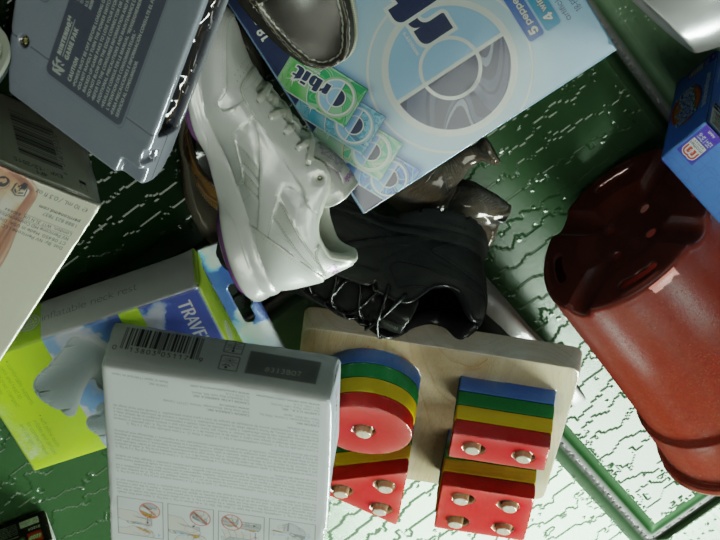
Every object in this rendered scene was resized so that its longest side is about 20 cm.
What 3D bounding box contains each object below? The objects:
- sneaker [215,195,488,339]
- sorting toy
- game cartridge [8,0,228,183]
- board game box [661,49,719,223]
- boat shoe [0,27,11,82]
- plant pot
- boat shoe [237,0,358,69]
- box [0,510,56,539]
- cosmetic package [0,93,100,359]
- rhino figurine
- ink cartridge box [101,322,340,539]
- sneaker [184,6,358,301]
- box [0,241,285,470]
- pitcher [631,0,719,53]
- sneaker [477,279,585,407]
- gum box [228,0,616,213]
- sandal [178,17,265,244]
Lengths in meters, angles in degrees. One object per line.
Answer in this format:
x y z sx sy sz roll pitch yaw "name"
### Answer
0.000 0.000 1.632 0.198 0.091 0.076 5 141 -16 "sneaker"
0.047 0.121 1.729 0.197 0.070 0.201 9 148 1 "sorting toy"
-0.150 -0.170 1.487 0.041 0.133 0.201 -25 147 -50 "game cartridge"
0.296 -0.047 1.669 0.045 0.152 0.200 -40 100 24 "board game box"
-0.307 -0.095 1.538 0.199 0.073 0.062 -33 162 2 "boat shoe"
0.247 0.027 1.745 0.200 0.201 0.195 -39 121 12 "plant pot"
-0.061 -0.208 1.489 0.071 0.061 0.202 -28 110 7 "boat shoe"
-0.316 0.262 1.814 0.198 0.035 0.111 -19 130 -5 "box"
-0.263 -0.008 1.584 0.087 0.104 0.201 22 115 -30 "cosmetic package"
0.048 -0.079 1.668 0.087 0.060 0.200 -26 133 8 "rhino figurine"
-0.098 0.133 1.672 0.161 0.057 0.201 8 135 6 "ink cartridge box"
-0.056 -0.083 1.547 0.099 0.075 0.201 -11 110 13 "sneaker"
-0.164 0.061 1.687 0.198 0.048 0.122 -18 131 9 "box"
0.273 -0.236 1.603 0.200 0.121 0.171 -48 143 4 "pitcher"
0.086 0.070 1.786 0.099 0.071 0.200 -38 133 5 "sneaker"
0.039 -0.164 1.562 0.199 0.045 0.171 -32 102 7 "gum box"
-0.081 -0.079 1.624 0.081 0.055 0.201 -13 129 -9 "sandal"
